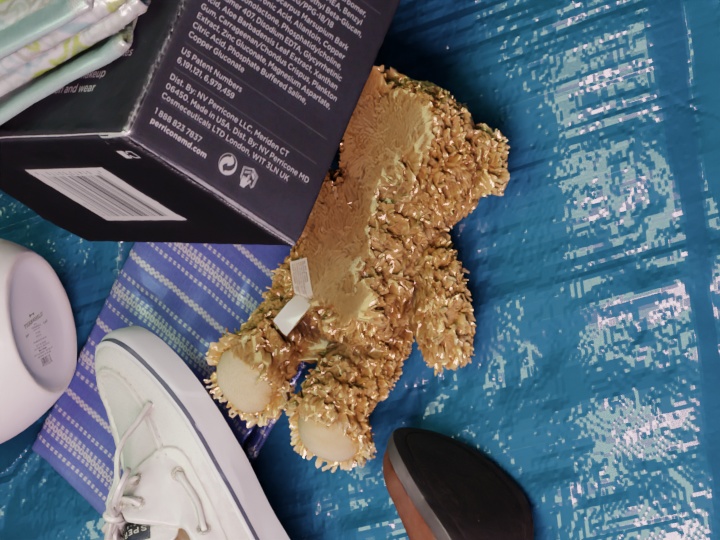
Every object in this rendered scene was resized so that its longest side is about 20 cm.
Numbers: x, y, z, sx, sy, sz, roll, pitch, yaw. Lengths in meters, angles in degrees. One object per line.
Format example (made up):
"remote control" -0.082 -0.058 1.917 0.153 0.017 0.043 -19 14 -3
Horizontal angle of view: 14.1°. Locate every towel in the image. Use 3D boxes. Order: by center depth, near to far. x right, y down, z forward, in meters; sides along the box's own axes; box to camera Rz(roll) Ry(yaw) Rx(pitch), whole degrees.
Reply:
"towel" -0.185 -0.146 1.411 0.199 0.048 0.172 -24 51 27
"towel" -0.095 0.048 1.545 0.145 0.024 0.201 39 108 38

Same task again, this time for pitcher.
"pitcher" -0.253 0.040 1.618 0.199 0.172 0.122 -13 104 21

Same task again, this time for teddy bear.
"teddy bear" 0.000 0.000 1.440 0.144 0.067 0.201 12 92 31

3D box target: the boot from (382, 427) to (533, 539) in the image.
"boot" 0.026 0.201 1.410 0.189 0.068 0.200 53 126 29

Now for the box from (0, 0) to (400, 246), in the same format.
"box" -0.088 -0.124 1.444 0.196 0.117 0.201 2 65 54

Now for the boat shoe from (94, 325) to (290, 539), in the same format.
"boat shoe" -0.099 0.125 1.461 0.203 0.086 0.075 59 153 15
